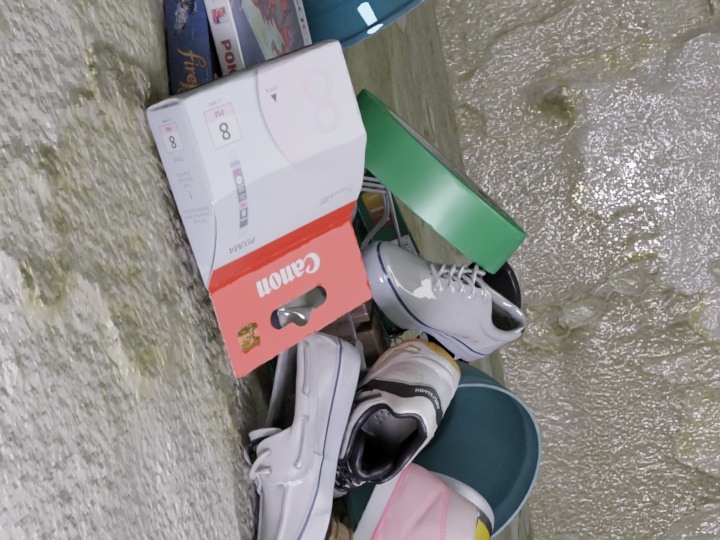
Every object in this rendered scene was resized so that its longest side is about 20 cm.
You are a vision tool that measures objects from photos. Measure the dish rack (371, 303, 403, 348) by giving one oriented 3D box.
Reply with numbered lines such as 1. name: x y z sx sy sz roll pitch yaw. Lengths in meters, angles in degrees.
1. dish rack: 0.040 0.138 1.521 0.201 0.054 0.155 -85 162 -49

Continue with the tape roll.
1. tape roll: 0.062 -0.081 1.218 0.200 0.048 0.201 41 7 -6

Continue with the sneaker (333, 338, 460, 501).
1. sneaker: -0.005 0.134 1.042 0.075 0.200 0.088 34 38 -9

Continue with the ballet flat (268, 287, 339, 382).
1. ballet flat: -0.051 0.048 1.079 0.073 0.072 0.202 -86 163 -52

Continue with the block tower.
1. block tower: -0.012 0.050 1.339 0.054 0.057 0.202 -81 157 -60

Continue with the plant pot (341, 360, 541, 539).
1. plant pot: 0.057 0.163 1.296 0.134 0.198 0.202 50 -19 55

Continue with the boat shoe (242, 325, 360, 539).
1. boat shoe: -0.056 0.137 0.998 0.065 0.073 0.202 25 59 -23

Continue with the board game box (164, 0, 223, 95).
1. board game box: -0.115 -0.182 1.055 0.136 0.034 0.203 48 34 -70

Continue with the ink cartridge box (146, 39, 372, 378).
1. ink cartridge box: -0.053 -0.048 0.972 0.162 0.057 0.202 -29 103 -43

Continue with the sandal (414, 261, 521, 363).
1. sandal: 0.091 0.067 1.347 0.075 0.200 0.045 48 34 15

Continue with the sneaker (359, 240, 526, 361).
1. sneaker: 0.073 0.017 1.157 0.199 0.070 0.074 29 40 -49

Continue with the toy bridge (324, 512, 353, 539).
1. toy bridge: -0.032 0.224 0.997 0.027 0.068 0.200 34 14 -5

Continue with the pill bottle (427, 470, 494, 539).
1. pill bottle: 0.038 0.280 1.141 0.112 0.110 0.201 68 35 -48

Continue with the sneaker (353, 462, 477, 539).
1. sneaker: 0.031 0.247 1.048 0.201 0.104 0.076 -61 175 -33

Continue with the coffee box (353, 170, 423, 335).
1. coffee box: 0.012 -0.045 1.346 0.123 0.044 0.202 105 -39 -72

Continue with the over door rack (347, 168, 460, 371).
1. over door rack: 0.000 0.000 1.197 0.147 0.066 0.202 0 65 -63

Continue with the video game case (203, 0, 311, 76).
1. video game case: -0.072 -0.174 1.074 0.200 0.023 0.185 -46 123 -71

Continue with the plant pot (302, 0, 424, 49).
1. plant pot: -0.037 -0.321 1.223 0.189 0.198 0.201 59 18 -24
